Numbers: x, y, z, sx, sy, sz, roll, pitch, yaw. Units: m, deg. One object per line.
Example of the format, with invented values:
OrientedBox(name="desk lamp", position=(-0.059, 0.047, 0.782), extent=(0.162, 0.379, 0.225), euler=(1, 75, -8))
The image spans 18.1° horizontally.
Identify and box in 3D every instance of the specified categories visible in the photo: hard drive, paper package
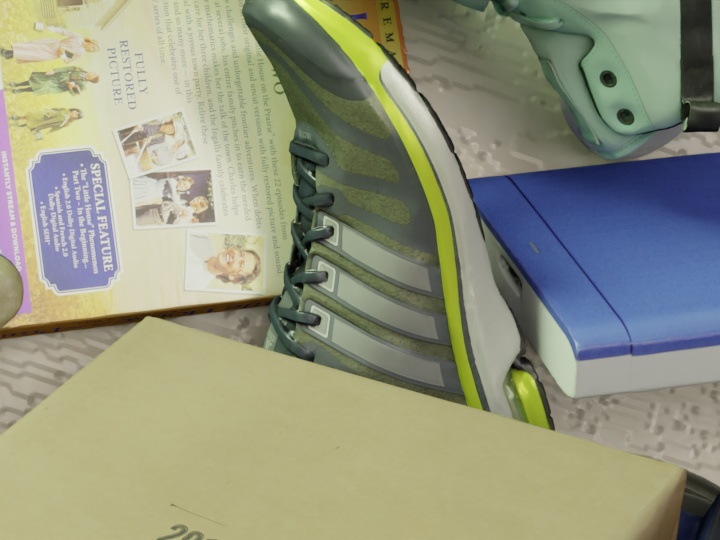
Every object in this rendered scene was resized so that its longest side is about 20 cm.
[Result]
OrientedBox(name="hard drive", position=(0.147, -0.007, 0.795), extent=(0.199, 0.132, 0.025), euler=(-6, 118, -14))
OrientedBox(name="paper package", position=(-0.029, 0.115, 0.665), extent=(0.199, 0.104, 0.191), euler=(15, 34, 25))

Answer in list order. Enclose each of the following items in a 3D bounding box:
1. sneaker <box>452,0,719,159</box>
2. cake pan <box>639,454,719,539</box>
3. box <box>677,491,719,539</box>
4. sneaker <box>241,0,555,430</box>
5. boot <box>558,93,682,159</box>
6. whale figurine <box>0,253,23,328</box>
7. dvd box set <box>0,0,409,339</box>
OrientedBox(name="sneaker", position=(0.046, -0.088, 0.765), extent=(0.200, 0.074, 0.119), euler=(-5, 110, 14))
OrientedBox(name="cake pan", position=(0.089, 0.162, 0.797), extent=(0.200, 0.037, 0.201), euler=(2, 81, -13))
OrientedBox(name="box", position=(0.160, 0.150, 0.742), extent=(0.199, 0.032, 0.121), euler=(22, 57, 4))
OrientedBox(name="sneaker", position=(0.000, 0.000, 0.752), extent=(0.081, 0.074, 0.200), euler=(-24, 102, -7))
OrientedBox(name="boot", position=(0.105, -0.148, 0.833), extent=(0.073, 0.096, 0.201), euler=(6, 113, -26))
OrientedBox(name="whale figurine", position=(-0.207, -0.024, 0.726), extent=(0.200, 0.104, 0.159), euler=(33, 93, -13))
OrientedBox(name="dvd box set", position=(-0.080, -0.055, 0.794), extent=(0.199, 0.029, 0.147), euler=(-8, 83, -14))
